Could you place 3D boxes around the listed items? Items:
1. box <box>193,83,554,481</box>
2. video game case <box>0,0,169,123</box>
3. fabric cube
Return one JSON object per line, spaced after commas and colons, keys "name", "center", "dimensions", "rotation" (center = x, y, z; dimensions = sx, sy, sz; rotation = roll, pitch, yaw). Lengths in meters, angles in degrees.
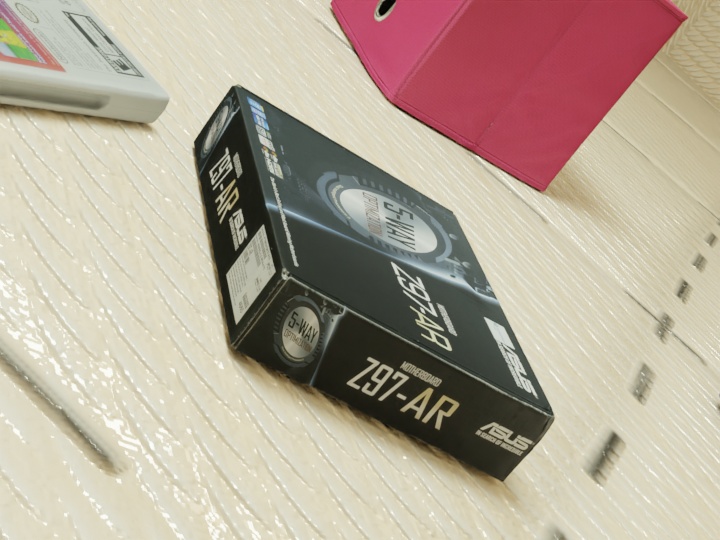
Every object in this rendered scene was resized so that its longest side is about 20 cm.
{"name": "box", "center": [0.000, 0.000, 0.654], "dimensions": [0.159, 0.044, 0.201], "rotation": [29, 22, -26]}
{"name": "video game case", "center": [-0.210, -0.150, 0.641], "dimensions": [0.200, 0.023, 0.182], "rotation": [47, 21, 19]}
{"name": "fabric cube", "center": [0.125, -0.232, 1.155], "dimensions": [0.199, 0.200, 0.197], "rotation": [25, 25, -34]}
